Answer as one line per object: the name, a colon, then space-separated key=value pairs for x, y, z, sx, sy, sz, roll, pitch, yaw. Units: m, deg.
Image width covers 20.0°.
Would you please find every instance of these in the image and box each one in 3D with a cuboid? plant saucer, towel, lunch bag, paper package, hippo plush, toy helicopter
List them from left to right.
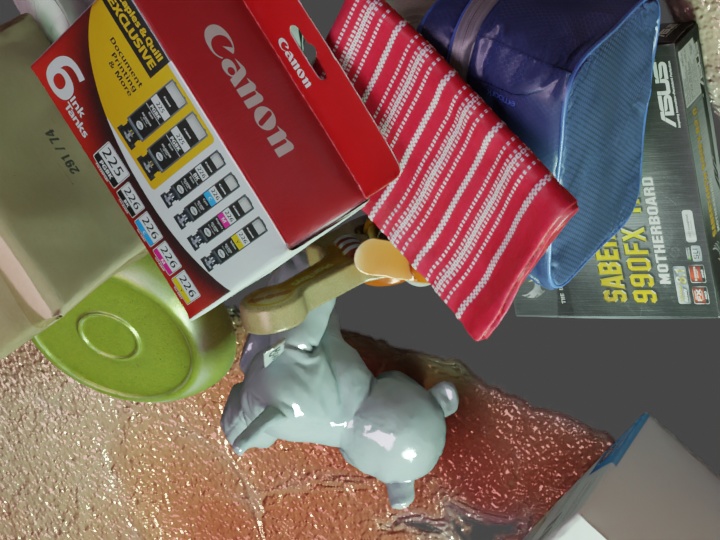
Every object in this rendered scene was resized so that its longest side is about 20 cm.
paper package: x=-0.256 y=-0.059 z=1.470 sx=0.103 sy=0.191 sz=0.201 roll=-32 pitch=96 yaw=30
plant saucer: x=-0.198 y=0.044 z=1.645 sx=0.198 sy=0.031 sz=0.201 roll=13 pitch=138 yaw=12
hippo plush: x=-0.006 y=0.082 z=1.533 sx=0.159 sy=0.200 sz=0.161 roll=20 pitch=85 yaw=-7
toy helicopter: x=0.000 y=0.000 z=1.441 sx=0.132 sy=0.199 sz=0.080 roll=13 pitch=122 yaw=44
towel: x=0.038 y=-0.065 z=1.264 sx=0.200 sy=0.022 sz=0.145 roll=47 pitch=140 yaw=13
lunch bag: x=0.101 y=-0.094 z=1.310 sx=0.131 sy=0.136 sz=0.202 roll=22 pitch=129 yaw=26

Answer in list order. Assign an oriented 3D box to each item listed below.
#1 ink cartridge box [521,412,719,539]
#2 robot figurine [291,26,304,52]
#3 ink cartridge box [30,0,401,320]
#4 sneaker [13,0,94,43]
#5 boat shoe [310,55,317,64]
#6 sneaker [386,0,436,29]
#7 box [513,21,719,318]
ink cartridge box: x=0.183 y=0.242 z=1.498 sx=0.146 sy=0.147 sz=0.200 roll=41 pitch=129 yaw=4
robot figurine: x=-0.120 y=-0.159 z=1.459 sx=0.149 sy=0.126 sz=0.199 roll=24 pitch=163 yaw=-25
ink cartridge box: x=-0.093 y=-0.097 z=1.298 sx=0.201 sy=0.084 sz=0.175 roll=57 pitch=140 yaw=0
sneaker: x=-0.218 y=-0.187 z=1.562 sx=0.080 sy=0.076 sz=0.202 roll=0 pitch=115 yaw=49
boat shoe: x=-0.038 y=-0.096 z=1.498 sx=0.072 sy=0.065 sz=0.200 roll=43 pitch=128 yaw=3
sneaker: x=0.042 y=-0.133 z=1.403 sx=0.074 sy=0.081 sz=0.201 roll=-4 pitch=125 yaw=4
box: x=0.167 y=-0.066 z=1.405 sx=0.157 sy=0.048 sz=0.202 roll=0 pitch=115 yaw=29
